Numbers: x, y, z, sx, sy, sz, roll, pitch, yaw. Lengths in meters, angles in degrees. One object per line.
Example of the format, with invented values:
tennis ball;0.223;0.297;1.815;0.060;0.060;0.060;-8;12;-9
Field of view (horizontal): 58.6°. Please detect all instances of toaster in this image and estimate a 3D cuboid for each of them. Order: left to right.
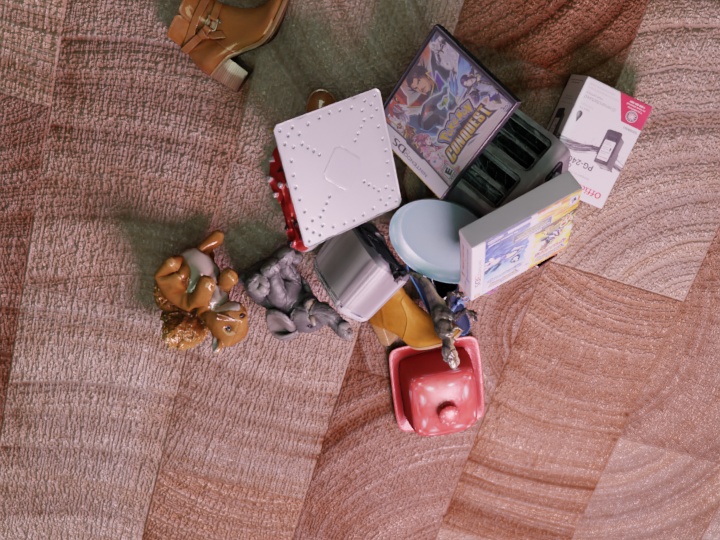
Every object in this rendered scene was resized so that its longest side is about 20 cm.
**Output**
toaster;0.000;0.000;1.179;0.130;0.201;0.113;-48;138;16
toaster;0.240;-0.174;1.113;0.200;0.119;0.181;42;84;17

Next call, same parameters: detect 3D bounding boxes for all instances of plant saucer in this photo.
plant saucer;0.147;-0.056;1.141;0.196;0.028;0.202;17;142;14

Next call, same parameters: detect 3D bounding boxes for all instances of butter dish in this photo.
butter dish;0.166;0.259;1.299;0.194;0.148;0.205;-9;110;-1

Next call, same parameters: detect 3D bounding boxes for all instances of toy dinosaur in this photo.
toy dinosaur;0.160;0.074;1.179;0.086;0.048;0.203;-15;65;-13

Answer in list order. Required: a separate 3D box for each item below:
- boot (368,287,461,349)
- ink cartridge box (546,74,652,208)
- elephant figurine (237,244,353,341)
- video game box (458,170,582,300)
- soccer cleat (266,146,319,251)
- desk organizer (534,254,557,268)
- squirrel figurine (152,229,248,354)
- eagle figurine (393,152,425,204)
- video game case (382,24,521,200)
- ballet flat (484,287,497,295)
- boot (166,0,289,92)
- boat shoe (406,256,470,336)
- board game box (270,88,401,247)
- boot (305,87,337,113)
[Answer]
boot;0.088;0.072;1.231;0.198;0.071;0.147;-6;112;37
ink cartridge box;0.420;-0.237;1.191;0.142;0.084;0.204;19;106;-11
elephant figurine;-0.126;0.066;1.206;0.140;0.155;0.202;-36;105;0
video game box;0.251;-0.050;1.034;0.197;0.047;0.183;-28;154;-5
soccer cleat;-0.117;-0.135;1.189;0.067;0.085;0.205;-16;88;31
desk organizer;0.278;-0.081;1.219;0.196;0.072;0.079;19;64;-11
squirrel figurine;-0.289;0.066;1.181;0.199;0.141;0.188;-38;91;34
eagle figurine;0.084;-0.223;1.145;0.150;0.152;0.202;31;99;-35
video game case;0.128;-0.249;1.027;0.181;0.025;0.201;47;124;13
ballet flat;0.201;-0.010;1.253;0.069;0.071;0.200;-44;107;9
boot;-0.221;-0.427;1.083;0.154;0.077;0.201;36;109;-11
boat shoe;0.161;0.051;1.256;0.201;0.068;0.085;51;54;-20
board game box;-0.035;-0.168;1.043;0.197;0.026;0.204;-26;117;-24
boot;-0.065;-0.208;1.115;0.072;0.155;0.205;-4;109;4
